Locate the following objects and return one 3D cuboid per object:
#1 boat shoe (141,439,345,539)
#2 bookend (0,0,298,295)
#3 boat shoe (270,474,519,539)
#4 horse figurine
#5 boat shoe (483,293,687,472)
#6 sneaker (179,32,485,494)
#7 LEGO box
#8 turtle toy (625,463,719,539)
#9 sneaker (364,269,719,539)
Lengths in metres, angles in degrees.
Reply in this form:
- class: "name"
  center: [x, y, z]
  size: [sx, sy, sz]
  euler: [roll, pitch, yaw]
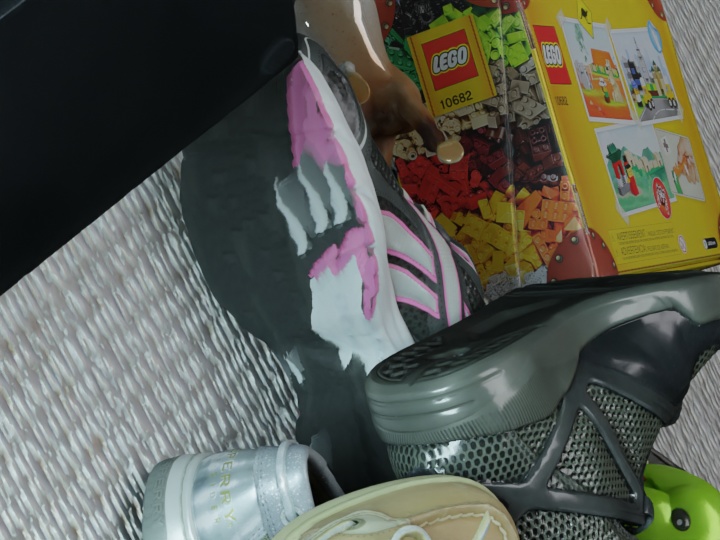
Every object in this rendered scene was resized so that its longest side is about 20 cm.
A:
- class: "boat shoe"
  center: [0.001, 0.126, 0.929]
  size: [0.202, 0.065, 0.074]
  euler: [52, 32, -38]
- class: "bookend"
  center: [-0.154, -0.076, 0.650]
  size: [0.200, 0.199, 0.092]
  euler: [39, -24, 25]
- class: "boat shoe"
  center: [-0.014, 0.121, 0.813]
  size: [0.200, 0.063, 0.073]
  euler: [-30, 103, -37]
- class: "horse figurine"
  center: [-0.019, -0.100, 1.030]
  size: [0.200, 0.050, 0.133]
  euler: [59, -5, -5]
- class: "boat shoe"
  center: [0.083, 0.059, 1.122]
  size: [0.072, 0.061, 0.201]
  euler: [40, -8, 43]
- class: "sneaker"
  center: [0.000, 0.000, 0.990]
  size: [0.086, 0.080, 0.200]
  euler: [-49, 131, -47]
- class: "LEGO box"
  center: [0.087, -0.060, 1.221]
  size: [0.200, 0.077, 0.149]
  euler: [-7, 80, -65]
- class: "turtle toy"
  center: [0.143, 0.169, 1.089]
  size: [0.101, 0.146, 0.200]
  euler: [-49, 118, -74]
- class: "sneaker"
  center: [0.079, 0.063, 0.969]
  size: [0.199, 0.076, 0.114]
  euler: [-27, 109, -54]
